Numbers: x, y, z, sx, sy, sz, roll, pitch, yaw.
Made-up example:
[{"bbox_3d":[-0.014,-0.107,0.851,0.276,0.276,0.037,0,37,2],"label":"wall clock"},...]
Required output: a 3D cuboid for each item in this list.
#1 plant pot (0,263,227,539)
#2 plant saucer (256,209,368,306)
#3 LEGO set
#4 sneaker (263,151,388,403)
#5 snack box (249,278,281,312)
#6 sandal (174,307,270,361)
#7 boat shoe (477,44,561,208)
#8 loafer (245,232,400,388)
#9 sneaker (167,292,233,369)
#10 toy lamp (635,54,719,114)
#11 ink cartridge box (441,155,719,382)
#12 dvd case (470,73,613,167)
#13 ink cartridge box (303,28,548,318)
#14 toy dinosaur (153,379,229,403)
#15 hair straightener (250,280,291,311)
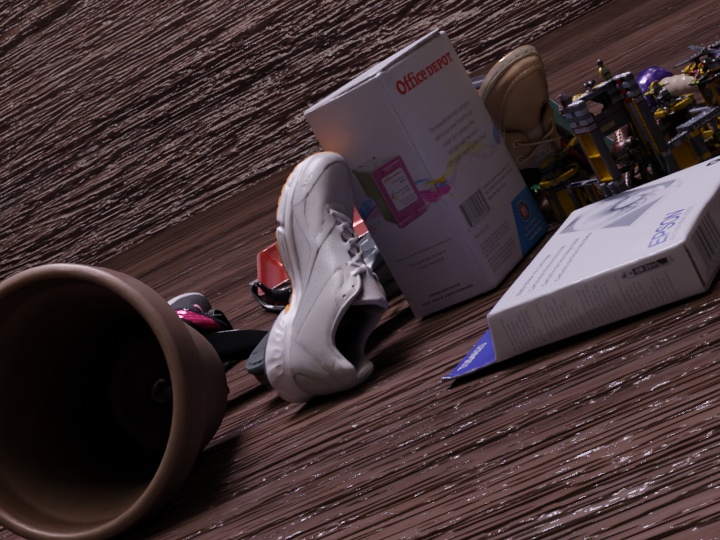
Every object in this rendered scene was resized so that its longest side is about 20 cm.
[{"bbox_3d":[-0.186,0.094,1.159,0.200,0.201,0.175,-26,-7,17],"label":"plant pot"},{"bbox_3d":[-0.007,-0.033,1.504,0.200,0.037,0.200,-30,12,2],"label":"plant saucer"},{"bbox_3d":[0.230,-0.133,1.305,0.200,0.116,0.154,-30,9,-8],"label":"LEGO set"},{"bbox_3d":[-0.014,0.003,1.193,0.092,0.201,0.076,-7,-17,39],"label":"sneaker"},{"bbox_3d":[-0.043,0.002,1.645,0.116,0.037,0.200,-32,9,-13],"label":"snack box"},{"bbox_3d":[-0.141,0.056,1.337,0.199,0.045,0.075,-4,-11,-3],"label":"sandal"},{"bbox_3d":[0.148,-0.119,1.372,0.074,0.069,0.200,-32,-28,-14],"label":"boat shoe"},{"bbox_3d":[-0.011,0.036,1.294,0.200,0.063,0.072,-46,18,-27],"label":"loafer"},{"bbox_3d":[-0.161,0.067,1.557,0.099,0.071,0.200,-23,16,21],"label":"sneaker"},{"bbox_3d":[0.332,-0.186,1.494,0.058,0.058,0.200,-31,9,-17],"label":"toy lamp"},{"bbox_3d":[0.162,-0.007,1.054,0.200,0.041,0.200,-23,10,30],"label":"ink cartridge box"},{"bbox_3d":[0.163,-0.151,1.567,0.022,0.146,0.200,-61,14,-8],"label":"dvd case"},{"bbox_3d":[0.059,-0.084,1.290,0.085,0.200,0.145,-22,11,33],"label":"ink cartridge box"},{"bbox_3d":[-0.178,0.111,1.326,0.102,0.077,0.200,-11,19,19],"label":"toy dinosaur"},{"bbox_3d":[0.000,0.000,1.379,0.199,0.041,0.077,-11,11,-7],"label":"hair straightener"}]
